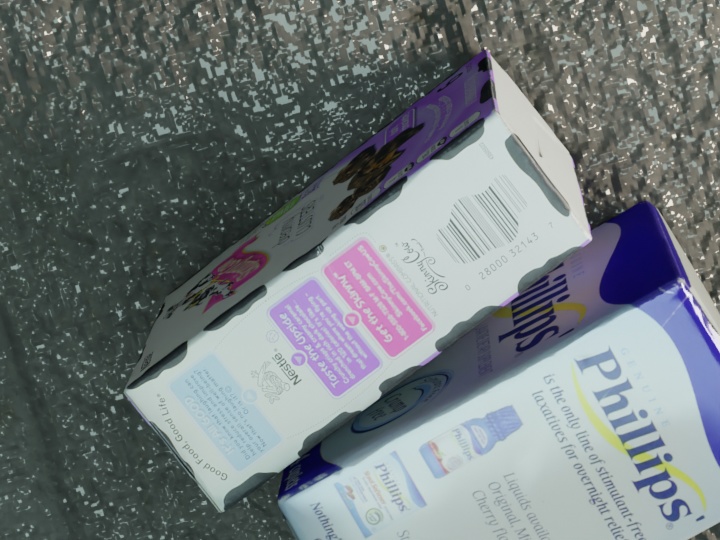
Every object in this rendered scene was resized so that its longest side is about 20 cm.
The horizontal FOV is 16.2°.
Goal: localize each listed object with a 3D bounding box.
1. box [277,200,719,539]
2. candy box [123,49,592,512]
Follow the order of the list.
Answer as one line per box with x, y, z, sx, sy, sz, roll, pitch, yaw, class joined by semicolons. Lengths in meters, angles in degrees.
0.075;0.072;1.132;0.200;0.184;0.105;-29;100;7;box
0.000;0.000;1.123;0.200;0.168;0.072;-37;100;9;candy box
